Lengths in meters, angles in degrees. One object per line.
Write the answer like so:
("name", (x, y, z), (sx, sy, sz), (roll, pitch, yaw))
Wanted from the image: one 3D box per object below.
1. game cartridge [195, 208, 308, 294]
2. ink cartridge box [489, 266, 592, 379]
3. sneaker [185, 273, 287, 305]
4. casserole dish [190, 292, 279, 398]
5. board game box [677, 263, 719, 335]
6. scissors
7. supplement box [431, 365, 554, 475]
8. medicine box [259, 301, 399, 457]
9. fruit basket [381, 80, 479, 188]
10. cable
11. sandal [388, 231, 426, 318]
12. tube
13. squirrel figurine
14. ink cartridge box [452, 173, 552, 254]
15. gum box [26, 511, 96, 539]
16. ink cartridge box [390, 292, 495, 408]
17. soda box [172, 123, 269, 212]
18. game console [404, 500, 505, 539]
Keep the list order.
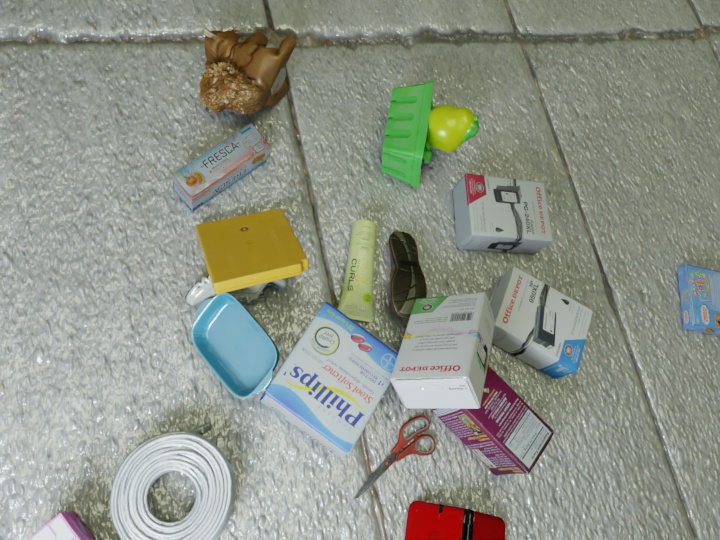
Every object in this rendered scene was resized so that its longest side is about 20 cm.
("game cartridge", (-0.202, -0.040, 1.099), (0.172, 0.033, 0.201), (-13, 40, -17))
("ink cartridge box", (0.364, 0.109, 1.239), (0.197, 0.084, 0.147), (28, 65, -4))
("sneaker", (-0.227, 0.029, 1.111), (0.197, 0.075, 0.083), (-22, 86, -21))
("casserole dish", (-0.217, 0.131, 1.052), (0.200, 0.039, 0.122), (44, 99, 20))
("board game box", (0.855, 0.078, 1.416), (0.195, 0.037, 0.155), (12, 68, -12))
("scissors", (0.056, 0.342, 1.107), (0.197, 0.014, 0.074), (-24, 81, -21))
("supplement box", (0.239, 0.275, 1.117), (0.200, 0.131, 0.103), (45, 65, 3))
("medicine box", (-0.052, 0.198, 1.078), (0.180, 0.103, 0.202), (35, 64, -1))
("fruit basket", (0.152, -0.296, 1.285), (0.210, 0.156, 0.221), (0, 67, 0))
("cable", (-0.301, 0.365, 0.964), (0.196, 0.069, 0.204), (-13, 75, -20))
("sandal", (0.085, 0.012, 1.217), (0.080, 0.055, 0.204), (6, 55, -20))
("tube", (0.000, 0.000, 1.197), (0.057, 0.052, 0.205), (-2, 71, 27))
("squirrel figurine", (-0.258, -0.418, 1.229), (0.184, 0.142, 0.202), (30, 63, 4))
("ink cartridge box", (0.311, -0.123, 1.308), (0.195, 0.084, 0.149), (3, 70, -14))
("gum box", (-0.408, 0.450, 0.878), (0.066, 0.114, 0.201), (-37, 84, -24))
("ink cartridge box", (0.152, 0.143, 1.068), (0.085, 0.142, 0.202), (62, 34, -33))
("soda box", (-0.274, -0.206, 1.180), (0.199, 0.069, 0.064), (-40, 84, -25))
("game console", (0.165, 0.534, 1.064), (0.168, 0.119, 0.204), (2, 66, 19))
